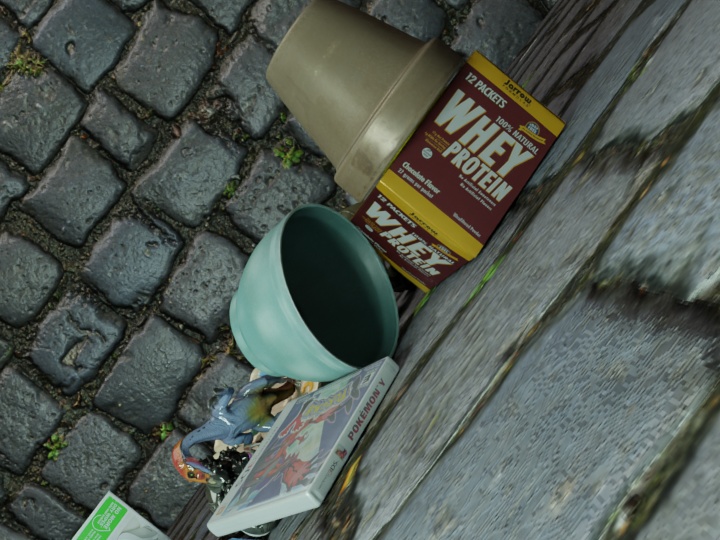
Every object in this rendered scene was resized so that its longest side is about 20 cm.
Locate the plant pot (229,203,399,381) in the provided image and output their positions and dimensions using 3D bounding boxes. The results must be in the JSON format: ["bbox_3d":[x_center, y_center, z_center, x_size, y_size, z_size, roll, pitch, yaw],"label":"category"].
[{"bbox_3d":[-0.068,0.044,1.122,0.133,0.202,0.201,-28,15,32],"label":"plant pot"}]

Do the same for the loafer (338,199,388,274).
[{"bbox_3d":[0.000,0.000,1.342,0.076,0.068,0.204,96,168,-66],"label":"loafer"}]

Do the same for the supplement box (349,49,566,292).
[{"bbox_3d":[0.104,-0.108,1.132,0.199,0.132,0.200,-54,2,-17],"label":"supplement box"}]

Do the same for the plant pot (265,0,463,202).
[{"bbox_3d":[-0.009,-0.206,1.079,0.202,0.173,0.200,-54,3,4],"label":"plant pot"}]

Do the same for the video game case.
[{"bbox_3d":[-0.061,0.183,1.002,0.199,0.023,0.183,-30,19,47],"label":"video game case"}]

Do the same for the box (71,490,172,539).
[{"bbox_3d":[-0.298,0.392,1.292,0.097,0.176,0.200,-52,3,-25],"label":"box"}]

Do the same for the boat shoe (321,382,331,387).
[{"bbox_3d":[-0.094,0.160,1.358,0.198,0.071,0.060,-31,37,34],"label":"boat shoe"}]

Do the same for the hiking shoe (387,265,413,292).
[{"bbox_3d":[0.069,-0.050,1.356,0.200,0.100,0.076,-51,2,46],"label":"hiking shoe"}]

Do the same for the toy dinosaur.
[{"bbox_3d":[-0.141,0.190,1.164,0.179,0.107,0.200,-25,-7,-12],"label":"toy dinosaur"}]

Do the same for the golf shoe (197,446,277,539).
[{"bbox_3d":[-0.132,0.279,1.127,0.076,0.097,0.199,-12,12,-19],"label":"golf shoe"}]

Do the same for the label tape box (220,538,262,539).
[{"bbox_3d":[-0.204,0.360,1.029,0.196,0.067,0.144,-10,20,19],"label":"label tape box"}]

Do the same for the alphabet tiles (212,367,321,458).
[{"bbox_3d":[-0.126,0.209,1.280,0.193,0.015,0.203,-23,44,37],"label":"alphabet tiles"}]
